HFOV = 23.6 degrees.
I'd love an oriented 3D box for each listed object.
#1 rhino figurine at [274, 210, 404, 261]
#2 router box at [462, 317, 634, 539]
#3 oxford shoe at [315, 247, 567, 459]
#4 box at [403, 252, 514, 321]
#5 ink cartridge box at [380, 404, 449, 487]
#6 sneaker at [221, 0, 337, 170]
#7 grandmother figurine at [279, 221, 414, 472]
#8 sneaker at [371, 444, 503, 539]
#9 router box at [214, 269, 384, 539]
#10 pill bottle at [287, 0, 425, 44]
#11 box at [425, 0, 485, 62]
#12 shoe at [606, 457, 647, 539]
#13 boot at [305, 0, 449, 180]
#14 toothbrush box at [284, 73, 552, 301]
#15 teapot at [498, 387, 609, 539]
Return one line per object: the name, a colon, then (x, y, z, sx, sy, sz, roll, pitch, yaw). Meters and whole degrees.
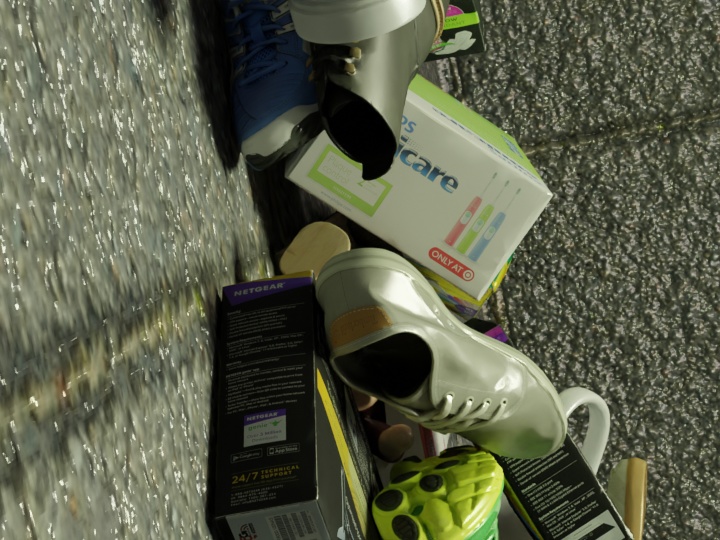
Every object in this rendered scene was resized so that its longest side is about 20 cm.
rhino figurine: (0.000, 0.000, 1.158, 0.088, 0.060, 0.200, 57, 12, -3)
router box: (0.099, 0.105, 1.089, 0.149, 0.051, 0.200, 58, -1, 1)
oxford shoe: (0.043, 0.060, 0.913, 0.200, 0.075, 0.058, 41, 35, -42)
box: (0.052, -0.013, 1.346, 0.048, 0.117, 0.200, -62, 178, -11)
ink cartridge box: (0.020, 0.083, 1.251, 0.200, 0.067, 0.117, -59, 138, -77)
sneaker: (-0.055, -0.133, 1.029, 0.077, 0.076, 0.200, 48, 23, -29)
grandmother figurine: (-0.006, 0.065, 1.016, 0.121, 0.060, 0.200, 58, -16, 32)
sneaker: (0.052, 0.147, 0.969, 0.200, 0.074, 0.084, -4, 78, -85)
router box: (-0.024, 0.126, 0.901, 0.157, 0.052, 0.200, -93, 170, -48)
pill bottle: (-0.021, -0.215, 0.837, 0.111, 0.111, 0.200, -88, 166, -59)
box: (0.003, -0.245, 1.253, 0.200, 0.148, 0.125, 64, 18, -65)
shoe: (0.152, 0.221, 1.152, 0.070, 0.053, 0.201, 40, 63, -80)
boot: (-0.014, -0.162, 0.942, 0.200, 0.077, 0.139, 50, 40, -36)
toothbrush box: (0.032, -0.075, 1.132, 0.145, 0.086, 0.200, 32, 10, -10)
teapot: (0.103, 0.201, 1.249, 0.146, 0.197, 0.200, 71, 8, -45)
